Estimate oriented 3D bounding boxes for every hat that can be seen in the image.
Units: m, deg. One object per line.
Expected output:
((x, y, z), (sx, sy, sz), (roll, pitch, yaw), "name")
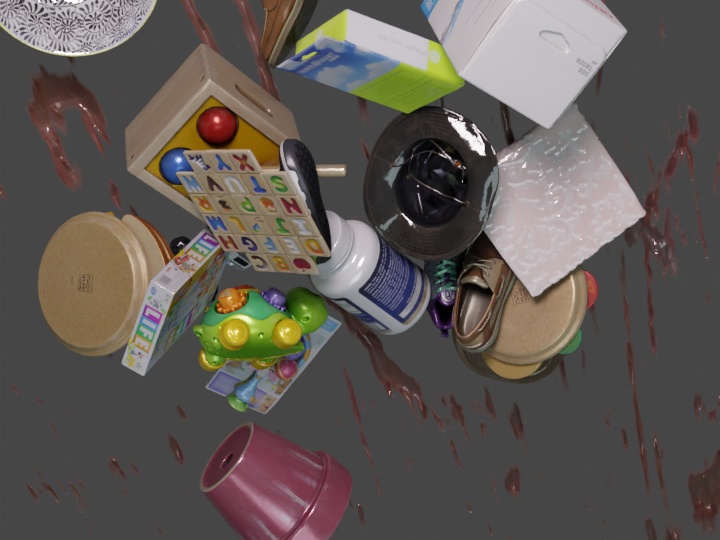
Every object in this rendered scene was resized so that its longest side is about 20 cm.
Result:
((0.100, -0.118, 1.483), (0.198, 0.081, 0.203), (4, 102, 19), "hat")

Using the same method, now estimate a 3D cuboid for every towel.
((0.260, -0.096, 1.522), (0.199, 0.032, 0.192), (-35, 95, 5), "towel")

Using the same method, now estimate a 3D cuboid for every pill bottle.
((0.000, 0.000, 1.520), (0.111, 0.112, 0.200), (-38, 136, 15), "pill bottle")

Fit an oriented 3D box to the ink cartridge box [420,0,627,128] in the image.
((0.184, -0.296, 1.312), (0.146, 0.201, 0.145), (24, 117, -26), "ink cartridge box")

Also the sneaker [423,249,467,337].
((0.125, -0.004, 1.580), (0.073, 0.088, 0.202), (-8, 127, -8), "sneaker")

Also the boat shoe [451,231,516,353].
((0.172, 0.012, 1.554), (0.075, 0.202, 0.072), (5, 168, 25), "boat shoe")

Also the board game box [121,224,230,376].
((-0.224, 0.027, 1.413), (0.034, 0.200, 0.135), (28, 122, 4), "board game box")

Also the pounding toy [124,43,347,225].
((-0.155, -0.148, 1.377), (0.199, 0.143, 0.184), (35, 112, -32), "pounding toy")

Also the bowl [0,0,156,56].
((-0.319, -0.347, 1.224), (0.198, 0.095, 0.203), (-6, 126, -9), "bowl")

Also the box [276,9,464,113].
((0.014, -0.252, 1.347), (0.198, 0.048, 0.122), (14, 163, -31), "box")

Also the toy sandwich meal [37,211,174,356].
((-0.333, 0.013, 1.458), (0.205, 0.206, 0.070), (-44, 161, 19), "toy sandwich meal")

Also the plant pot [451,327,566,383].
((0.245, 0.102, 1.684), (0.198, 0.093, 0.203), (-7, 126, -9), "plant pot")

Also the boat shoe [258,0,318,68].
((-0.085, -0.335, 1.313), (0.068, 0.072, 0.201), (30, 126, 3), "boat shoe")

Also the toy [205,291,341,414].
((-0.127, 0.136, 1.648), (0.115, 0.047, 0.200), (28, 115, -29), "toy")

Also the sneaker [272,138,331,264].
((-0.087, -0.070, 1.335), (0.082, 0.072, 0.201), (-6, 138, 6), "sneaker")

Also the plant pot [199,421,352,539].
((-0.140, 0.336, 1.714), (0.179, 0.201, 0.200), (41, 109, -18), "plant pot")

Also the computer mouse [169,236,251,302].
((-0.161, -0.039, 1.520), (0.199, 0.044, 0.110), (-28, 122, 15), "computer mouse")

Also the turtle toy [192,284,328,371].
((-0.137, 0.073, 1.543), (0.198, 0.102, 0.146), (0, 160, -25), "turtle toy")

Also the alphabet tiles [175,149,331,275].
((-0.127, -0.067, 1.323), (0.165, 0.006, 0.201), (4, 139, 33), "alphabet tiles")

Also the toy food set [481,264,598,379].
((0.235, 0.039, 1.592), (0.197, 0.201, 0.049), (-34, 160, 19), "toy food set")
